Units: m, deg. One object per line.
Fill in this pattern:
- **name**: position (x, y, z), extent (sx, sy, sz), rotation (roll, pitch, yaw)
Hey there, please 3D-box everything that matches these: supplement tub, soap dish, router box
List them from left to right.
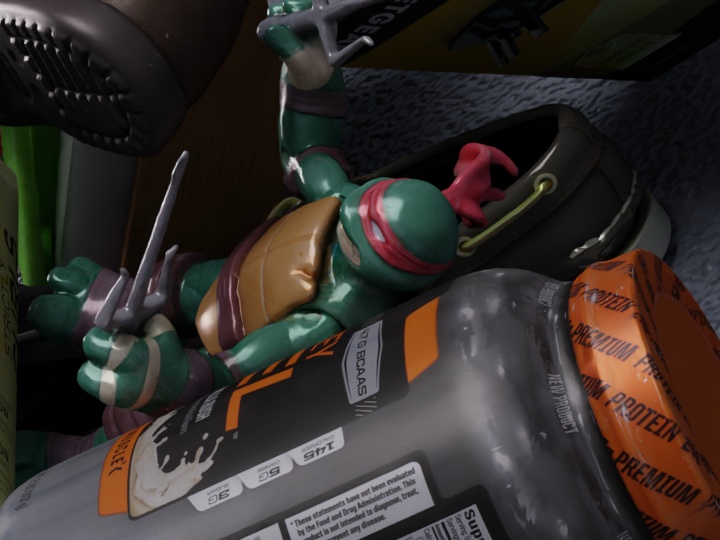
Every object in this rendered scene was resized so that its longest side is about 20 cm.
- **soap dish**: position (-0.059, -0.093, 1.059), extent (0.081, 0.200, 0.157), rotation (7, 32, -9)
- **supplement tub**: position (0.008, 0.077, 0.814), extent (0.200, 0.123, 0.123), rotation (-25, 33, 17)
- **router box**: position (0.086, -0.120, 0.919), extent (0.200, 0.157, 0.052), rotation (-32, 65, 50)

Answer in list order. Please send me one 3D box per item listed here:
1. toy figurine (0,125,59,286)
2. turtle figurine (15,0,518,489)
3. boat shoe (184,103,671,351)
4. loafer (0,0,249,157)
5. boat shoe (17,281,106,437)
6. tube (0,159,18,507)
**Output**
- **toy figurine**: position (-0.206, -0.045, 1.099), extent (0.184, 0.150, 0.200), rotation (-4, 2, -2)
- **turtle figurine**: position (-0.033, 0.003, 0.894), extent (0.200, 0.101, 0.150), rotation (-36, 17, 45)
- **boat shoe**: position (0.001, -0.002, 0.986), extent (0.202, 0.060, 0.072), rotation (-19, 35, 27)
- **loafer**: position (-0.096, -0.087, 0.942), extent (0.071, 0.073, 0.200), rotation (-41, 36, -19)
- **boat shoe**: position (-0.145, 0.044, 0.942), extent (0.063, 0.073, 0.200), rotation (18, 19, 27)
- **tube**: position (-0.129, 0.017, 0.909), extent (0.052, 0.058, 0.200), rotation (4, 45, -9)
